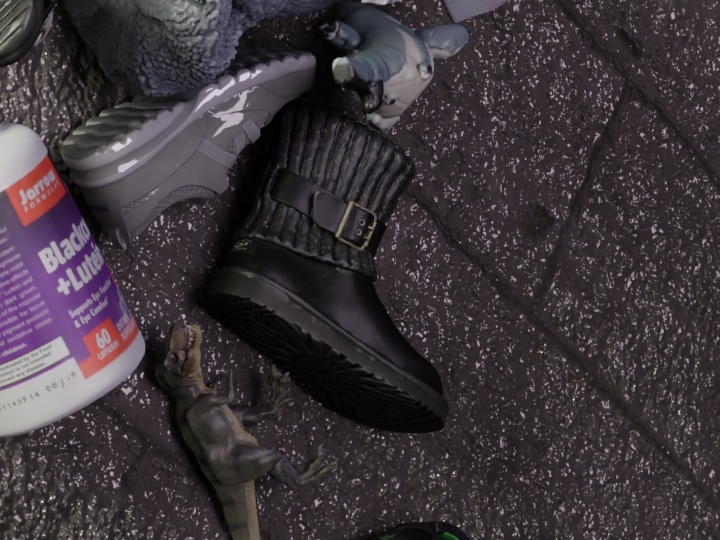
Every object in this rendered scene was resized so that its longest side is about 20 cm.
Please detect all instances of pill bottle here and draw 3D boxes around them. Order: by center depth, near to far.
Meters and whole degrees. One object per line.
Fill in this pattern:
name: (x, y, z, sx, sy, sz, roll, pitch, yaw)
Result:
pill bottle: (-0.214, -0.015, 1.419, 0.111, 0.111, 0.200, -40, 112, -39)

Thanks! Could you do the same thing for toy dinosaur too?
toy dinosaur: (-0.071, 0.115, 1.586, 0.088, 0.047, 0.200, -26, 103, -27)

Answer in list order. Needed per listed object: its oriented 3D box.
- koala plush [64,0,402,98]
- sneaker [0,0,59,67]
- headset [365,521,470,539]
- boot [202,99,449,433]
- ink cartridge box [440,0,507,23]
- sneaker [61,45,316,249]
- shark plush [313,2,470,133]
koala plush: (-0.072, -0.204, 1.551, 0.200, 0.177, 0.184, -9, 111, -45)
sneaker: (-0.201, -0.156, 1.409, 0.074, 0.200, 0.089, -41, 124, 5)
headset: (0.038, 0.231, 1.639, 0.200, 0.094, 0.124, 0, 84, -55)
boot: (0.001, -0.001, 1.645, 0.211, 0.079, 0.158, 40, 59, -32)
ink cartridge box: (0.031, -0.275, 1.621, 0.200, 0.057, 0.163, 67, -1, -64)
sneaker: (-0.105, -0.084, 1.574, 0.200, 0.075, 0.082, -32, 120, -34)
shark plush: (-0.003, -0.132, 1.614, 0.083, 0.091, 0.200, 42, 26, -1)
